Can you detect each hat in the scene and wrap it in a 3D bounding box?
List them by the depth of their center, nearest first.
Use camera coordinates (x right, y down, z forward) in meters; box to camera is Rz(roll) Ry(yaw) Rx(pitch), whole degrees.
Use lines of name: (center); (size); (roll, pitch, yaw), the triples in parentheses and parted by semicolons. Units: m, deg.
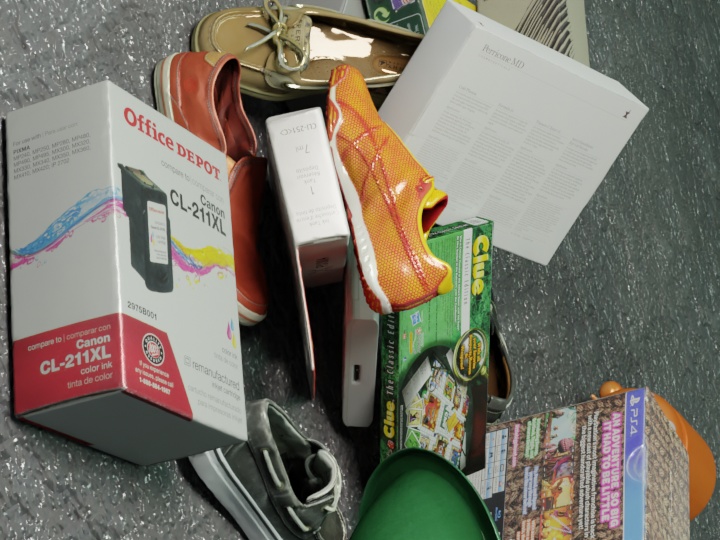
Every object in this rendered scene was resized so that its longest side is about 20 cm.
hat: (-0.008, 0.228, 1.444); (0.175, 0.167, 0.200); (-5, 40, -37)

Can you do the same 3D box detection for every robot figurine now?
robot figurine: (0.290, 0.193, 2.094); (0.200, 0.116, 0.145); (42, 58, -51)

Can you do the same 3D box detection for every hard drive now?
hard drive: (0.000, 0.000, 1.594); (0.132, 0.026, 0.201); (93, -3, -50)

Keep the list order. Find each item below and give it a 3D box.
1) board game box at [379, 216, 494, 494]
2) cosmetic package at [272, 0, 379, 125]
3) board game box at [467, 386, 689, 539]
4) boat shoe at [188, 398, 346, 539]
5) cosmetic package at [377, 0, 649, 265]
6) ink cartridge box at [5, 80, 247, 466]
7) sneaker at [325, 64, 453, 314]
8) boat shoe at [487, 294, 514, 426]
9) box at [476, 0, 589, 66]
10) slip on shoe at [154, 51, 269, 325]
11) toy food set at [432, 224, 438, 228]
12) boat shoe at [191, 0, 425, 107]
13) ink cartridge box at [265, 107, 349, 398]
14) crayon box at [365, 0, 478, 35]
board game box: (0.057, 0.067, 1.558); (0.104, 0.023, 0.202); (-13, 112, -41)
cosmetic package: (0.000, -0.140, 1.696); (0.201, 0.090, 0.107); (58, 27, -27)
board game box: (0.161, 0.206, 1.696); (0.097, 0.199, 0.160); (54, 31, -38)
boat shoe: (-0.047, 0.151, 1.422); (0.200, 0.070, 0.073); (48, 33, -52)
cosmetic package: (0.105, -0.101, 1.571); (0.199, 0.151, 0.052); (20, 22, -40)
ink cartridge box: (-0.145, 0.004, 1.283); (0.146, 0.082, 0.202); (30, 49, -57)
sneaker: (0.019, -0.060, 1.472); (0.073, 0.076, 0.201); (82, -7, -65)
boat shoe: (0.096, 0.041, 1.786); (0.071, 0.068, 0.202); (4, 60, -20)
box: (0.145, -0.173, 1.721); (0.068, 0.082, 0.201); (51, 28, -43)
slip on shoe: (-0.095, -0.061, 1.464); (0.074, 0.061, 0.202); (-1, 78, -68)
toy food set: (0.042, 0.071, 1.643); (0.143, 0.060, 0.202); (-36, 129, -64)
boat shoe: (-0.027, -0.167, 1.549); (0.198, 0.063, 0.074); (4, 73, -18)
ink cartridge box: (-0.032, -0.007, 1.488); (0.200, 0.044, 0.178); (101, -23, -81)
crayon box: (0.072, -0.164, 1.707); (0.200, 0.050, 0.128); (15, 59, -66)
